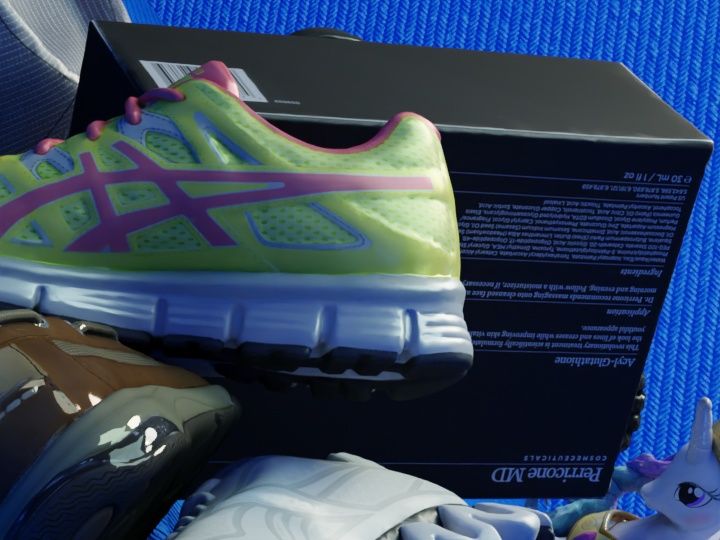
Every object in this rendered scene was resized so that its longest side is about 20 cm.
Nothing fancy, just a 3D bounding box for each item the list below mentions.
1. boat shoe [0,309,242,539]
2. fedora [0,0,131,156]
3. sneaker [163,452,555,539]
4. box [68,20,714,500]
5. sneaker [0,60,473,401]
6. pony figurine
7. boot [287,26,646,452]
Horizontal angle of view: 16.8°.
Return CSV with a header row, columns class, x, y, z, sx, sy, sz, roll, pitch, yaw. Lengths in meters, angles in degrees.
class,x,y,z,sx,sy,sz,roll,pitch,yaw
boat shoe,-0.082,0.041,0.637,0.074,0.076,0.200,39,-5,3
fedora,-0.146,-0.090,0.853,0.177,0.090,0.200,28,22,-46
sneaker,-0.027,0.089,0.654,0.081,0.075,0.200,31,17,26
box,0.000,0.000,0.818,0.199,0.142,0.079,3,24,-24
sneaker,-0.065,-0.017,0.701,0.199,0.091,0.078,7,-13,-4
pony figurine,0.128,0.156,1.062,0.193,0.200,0.167,48,11,-35
boot,0.041,-0.013,1.104,0.211,0.079,0.158,50,-2,-23
